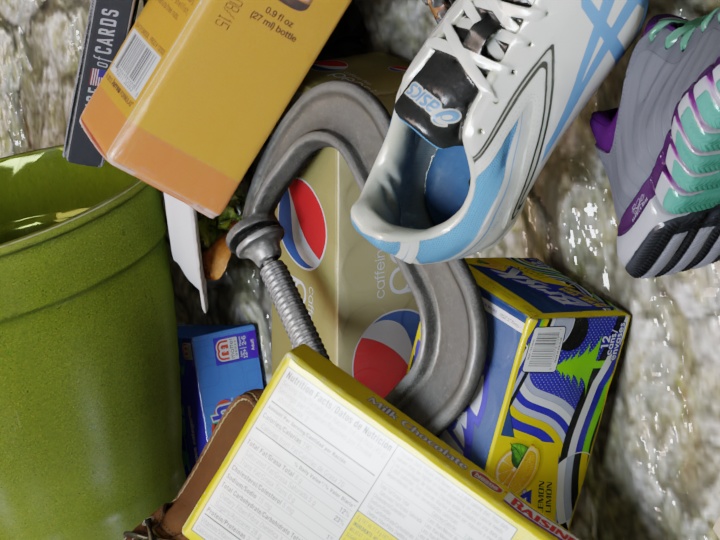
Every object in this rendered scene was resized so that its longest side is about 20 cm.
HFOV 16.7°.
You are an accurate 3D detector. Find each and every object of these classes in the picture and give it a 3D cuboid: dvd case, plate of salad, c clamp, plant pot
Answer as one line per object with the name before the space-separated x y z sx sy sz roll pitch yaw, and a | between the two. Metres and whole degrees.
dvd case | -0.116 -0.175 1.233 0.151 0.025 0.201 109 169 -52
plate of salad | -0.084 -0.079 1.288 0.200 0.048 0.202 173 90 -88
c clamp | -0.012 0.024 1.102 0.171 0.027 0.201 -44 59 42
plant pot | -0.179 0.054 1.320 0.200 0.200 0.194 13 123 57

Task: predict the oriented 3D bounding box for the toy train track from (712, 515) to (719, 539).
toy train track | 0.130 0.169 1.061 0.115 0.032 0.201 57 142 32

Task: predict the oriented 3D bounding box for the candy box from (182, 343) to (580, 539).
candy box | 0.028 0.129 1.051 0.199 0.026 0.103 35 109 8

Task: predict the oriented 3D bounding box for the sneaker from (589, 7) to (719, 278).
sneaker | 0.136 -0.080 0.931 0.200 0.074 0.088 -56 48 51

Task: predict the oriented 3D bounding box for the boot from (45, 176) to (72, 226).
boot | -0.216 0.035 1.476 0.188 0.068 0.202 5 102 60

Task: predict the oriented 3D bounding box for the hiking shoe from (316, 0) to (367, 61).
hiking shoe | -0.063 -0.179 1.217 0.100 0.075 0.201 1 104 58

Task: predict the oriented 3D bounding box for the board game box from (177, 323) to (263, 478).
board game box | -0.115 0.108 1.436 0.200 0.045 0.153 -2 98 60

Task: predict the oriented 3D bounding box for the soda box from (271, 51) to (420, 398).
soda box | 0.000 0.000 1.186 0.064 0.067 0.201 30 125 52

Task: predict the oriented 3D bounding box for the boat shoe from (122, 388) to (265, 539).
boat shoe | -0.083 0.148 1.180 0.072 0.068 0.201 23 95 62

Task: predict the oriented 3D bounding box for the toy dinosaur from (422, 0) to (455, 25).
toy dinosaur | 0.009 -0.187 1.039 0.102 0.136 0.200 -29 108 31

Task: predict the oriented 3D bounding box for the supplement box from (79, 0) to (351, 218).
supplement box | -0.049 -0.130 1.130 0.201 0.066 0.069 -57 28 10

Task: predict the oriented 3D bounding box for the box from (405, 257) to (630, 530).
box | 0.052 0.098 1.097 0.070 0.064 0.201 33 115 45

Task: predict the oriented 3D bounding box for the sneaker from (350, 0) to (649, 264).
sneaker | 0.058 -0.086 0.979 0.072 0.072 0.201 40 120 28
